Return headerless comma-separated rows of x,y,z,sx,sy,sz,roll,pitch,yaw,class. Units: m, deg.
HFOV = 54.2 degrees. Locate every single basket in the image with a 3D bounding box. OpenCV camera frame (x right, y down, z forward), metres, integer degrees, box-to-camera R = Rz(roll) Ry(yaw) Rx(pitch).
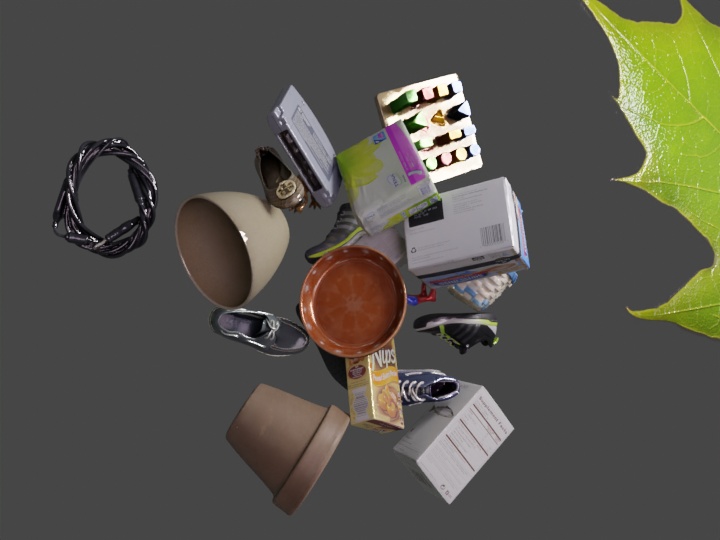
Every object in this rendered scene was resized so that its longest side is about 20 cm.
0.254,-0.026,1.395,0.138,0.176,0.201,39,88,13,basket

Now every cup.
-0.206,-0.053,1.227,0.142,0.198,0.204,-30,99,-43,cup

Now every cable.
-0.425,-0.128,1.201,0.160,0.051,0.204,20,80,-20,cable

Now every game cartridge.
-0.097,-0.230,1.290,0.041,0.134,0.202,-22,118,19,game cartridge

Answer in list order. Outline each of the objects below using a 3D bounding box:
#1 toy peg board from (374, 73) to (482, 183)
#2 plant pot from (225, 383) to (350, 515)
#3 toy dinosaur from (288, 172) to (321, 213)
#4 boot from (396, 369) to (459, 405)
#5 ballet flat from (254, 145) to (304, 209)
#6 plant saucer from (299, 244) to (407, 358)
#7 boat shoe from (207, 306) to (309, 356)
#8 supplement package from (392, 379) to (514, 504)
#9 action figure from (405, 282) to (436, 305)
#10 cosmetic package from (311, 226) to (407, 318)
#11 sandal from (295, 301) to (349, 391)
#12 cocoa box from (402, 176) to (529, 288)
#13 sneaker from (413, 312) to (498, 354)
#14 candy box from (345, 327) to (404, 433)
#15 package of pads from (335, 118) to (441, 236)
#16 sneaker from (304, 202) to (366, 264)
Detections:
0.157,-0.286,1.414,0.196,0.097,0.204,-19,95,-21,toy peg board
-0.138,0.295,1.243,0.173,0.200,0.202,33,76,3,plant pot
-0.102,-0.168,1.318,0.059,0.108,0.202,7,43,7,toy dinosaur
0.093,0.229,1.371,0.196,0.090,0.075,-7,90,-22,boot
-0.150,-0.171,1.240,0.066,0.201,0.047,-26,130,-4,ballet flat
-0.012,0.056,1.265,0.195,0.032,0.205,-3,75,11,plant saucer
-0.180,0.112,1.283,0.196,0.062,0.074,19,81,-20,boat shoe
0.182,0.333,1.389,0.200,0.117,0.118,-43,103,-18,supplement package
0.047,0.031,1.376,0.196,0.065,0.101,-13,99,-23,action figure
0.000,0.000,1.320,0.199,0.051,0.083,-39,71,-1,cosmetic package
-0.049,0.136,1.331,0.048,0.075,0.203,-35,101,-35,sandal
0.190,-0.062,1.269,0.131,0.196,0.137,34,48,-59,cocoa box
0.200,0.130,1.429,0.195,0.071,0.085,0,89,-22,sneaker
0.023,0.188,1.300,0.115,0.054,0.204,32,47,-54,candy box
0.043,-0.170,1.283,0.152,0.202,0.069,-28,134,8,package of pads
-0.030,-0.080,1.355,0.198,0.074,0.082,-33,83,-21,sneaker
